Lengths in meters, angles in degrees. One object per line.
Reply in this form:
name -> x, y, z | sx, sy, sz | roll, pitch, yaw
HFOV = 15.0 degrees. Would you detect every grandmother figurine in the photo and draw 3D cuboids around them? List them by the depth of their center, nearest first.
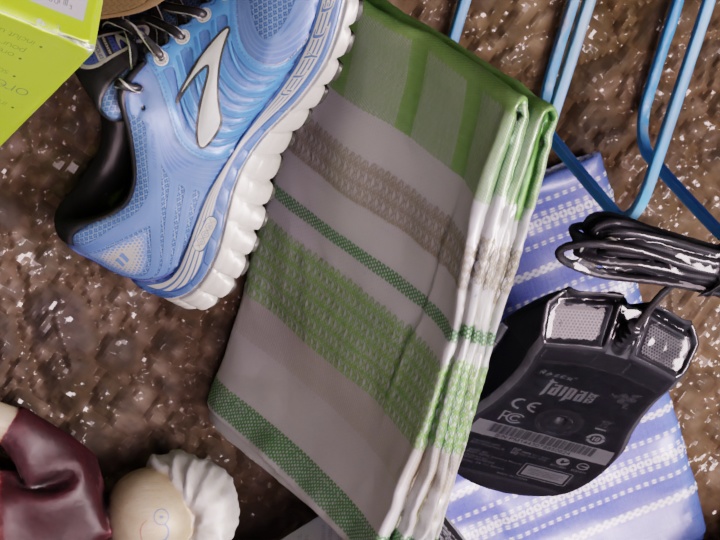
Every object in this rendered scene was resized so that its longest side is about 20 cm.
grandmother figurine -> -0.148, 0.108, 1.125 | 0.199, 0.061, 0.122 | -5, 121, -11

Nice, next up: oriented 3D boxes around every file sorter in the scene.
file sorter -> 0.146, -0.084, 1.088 | 0.199, 0.139, 0.123 | 9, 111, -19

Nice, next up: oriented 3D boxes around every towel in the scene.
towel -> 0.000, 0.000, 1.071 | 0.031, 0.149, 0.201 | -3, 116, -38
towel -> 0.065, 0.063, 1.185 | 0.144, 0.024, 0.201 | -22, 115, -7

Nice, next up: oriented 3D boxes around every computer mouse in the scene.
computer mouse -> 0.120, 0.034, 1.115 | 0.140, 0.046, 0.200 | 11, 145, -11

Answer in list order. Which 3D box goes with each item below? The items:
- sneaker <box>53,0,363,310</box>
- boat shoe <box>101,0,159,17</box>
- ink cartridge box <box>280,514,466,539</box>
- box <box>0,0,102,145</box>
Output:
sneaker -> -0.062, -0.083, 1.061 | 0.089, 0.079, 0.201 | 17, 106, -23
boat shoe -> -0.161, -0.145, 1.000 | 0.199, 0.072, 0.065 | 12, 63, -11
ink cartridge box -> -0.003, 0.210, 1.171 | 0.200, 0.047, 0.198 | -34, 109, 16
box -> -0.186, -0.076, 0.994 | 0.122, 0.048, 0.200 | 21, 149, -23
